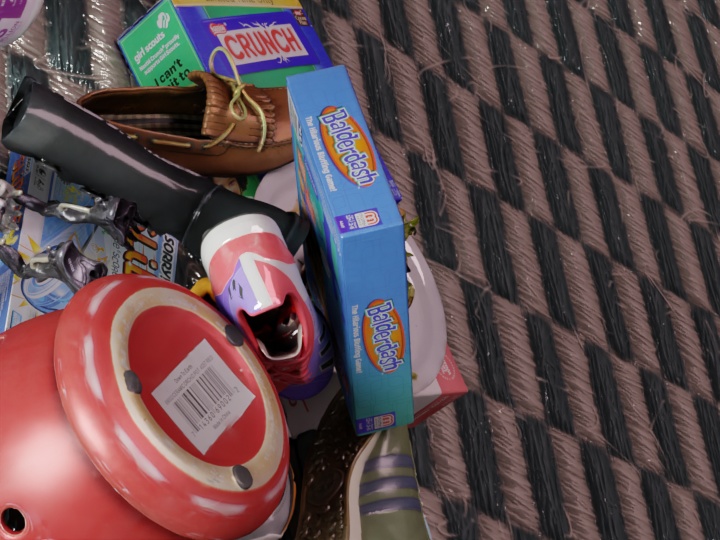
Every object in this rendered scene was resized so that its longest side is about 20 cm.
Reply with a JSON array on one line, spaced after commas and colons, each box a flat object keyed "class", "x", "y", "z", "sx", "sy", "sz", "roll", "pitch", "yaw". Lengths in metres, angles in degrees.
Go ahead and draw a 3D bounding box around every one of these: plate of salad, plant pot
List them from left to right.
[{"class": "plant pot", "x": -0.159, "y": 0.110, "z": 1.409, "sx": 0.200, "sy": 0.182, "sz": 0.201, "roll": 33, "pitch": 36, "yaw": -28}, {"class": "plate of salad", "x": 0.000, "y": 0.000, "z": 1.721, "sx": 0.200, "sy": 0.048, "sz": 0.201, "roll": 32, "pitch": 40, "yaw": -32}]

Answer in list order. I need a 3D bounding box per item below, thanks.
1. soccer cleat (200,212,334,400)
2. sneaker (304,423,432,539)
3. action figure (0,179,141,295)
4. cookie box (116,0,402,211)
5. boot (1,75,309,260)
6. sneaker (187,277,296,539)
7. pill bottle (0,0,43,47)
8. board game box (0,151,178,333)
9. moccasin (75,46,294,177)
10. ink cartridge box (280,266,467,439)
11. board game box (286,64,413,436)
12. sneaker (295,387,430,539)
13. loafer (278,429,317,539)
[{"class": "soccer cleat", "x": -0.054, "y": 0.043, "z": 1.490, "sx": 0.200, "sy": 0.068, "sz": 0.073, "roll": 71, "pitch": -3, "yaw": -56}, {"class": "sneaker", "x": 0.030, "y": 0.195, "z": 1.689, "sx": 0.082, "sy": 0.074, "sz": 0.201, "roll": -15, "pitch": 77, "yaw": -61}, {"class": "action figure", "x": -0.250, "y": -0.026, "z": 1.484, "sx": 0.199, "sy": 0.102, "sz": 0.119, "roll": 14, "pitch": 58, "yaw": 13}, {"class": "cookie box", "x": -0.079, "y": -0.119, "z": 1.836, "sx": 0.171, "sy": 0.075, "sz": 0.201, "roll": -9, "pitch": 67, "yaw": -54}, {"class": "boot", "x": -0.143, "y": -0.061, "z": 1.553, "sx": 0.200, "sy": 0.165, "sz": 0.066, "roll": 35, "pitch": 80, "yaw": -16}, {"class": "sneaker", "x": -0.094, "y": 0.095, "z": 1.581, "sx": 0.078, "sy": 0.077, "sz": 0.201, "roll": -12, "pitch": 61, "yaw": -11}, {"class": "pill bottle", "x": -0.314, "y": -0.202, "z": 1.561, "sx": 0.200, "sy": 0.112, "sz": 0.113, "roll": -10, "pitch": 69, "yaw": -56}, {"class": "board game box", "x": -0.192, "y": 0.011, "z": 1.597, "sx": 0.135, "sy": 0.034, "sz": 0.201, "roll": 35, "pitch": 36, "yaw": -30}, {"class": "moccasin", "x": -0.113, "y": -0.115, "z": 1.695, "sx": 0.200, "sy": 0.078, "sz": 0.074, "roll": -1, "pitch": 48, "yaw": -13}, {"class": "ink cartridge box", "x": -0.016, "y": 0.061, "z": 1.757, "sx": 0.200, "sy": 0.067, "sz": 0.117, "roll": -1, "pitch": 62, "yaw": -54}, {"class": "board game box", "x": -0.006, "y": -0.012, "z": 1.537, "sx": 0.200, "sy": 0.045, "sz": 0.152, "roll": 87, "pitch": -12, "yaw": -49}, {"class": "sneaker", "x": 0.010, "y": 0.164, "z": 1.581, "sx": 0.090, "sy": 0.067, "sz": 0.201, "roll": 45, "pitch": 36, "yaw": -26}, {"class": "loafer", "x": -0.036, "y": 0.211, "z": 1.610, "sx": 0.072, "sy": 0.063, "sz": 0.201, "roll": 55, "pitch": 21, "yaw": -59}]
